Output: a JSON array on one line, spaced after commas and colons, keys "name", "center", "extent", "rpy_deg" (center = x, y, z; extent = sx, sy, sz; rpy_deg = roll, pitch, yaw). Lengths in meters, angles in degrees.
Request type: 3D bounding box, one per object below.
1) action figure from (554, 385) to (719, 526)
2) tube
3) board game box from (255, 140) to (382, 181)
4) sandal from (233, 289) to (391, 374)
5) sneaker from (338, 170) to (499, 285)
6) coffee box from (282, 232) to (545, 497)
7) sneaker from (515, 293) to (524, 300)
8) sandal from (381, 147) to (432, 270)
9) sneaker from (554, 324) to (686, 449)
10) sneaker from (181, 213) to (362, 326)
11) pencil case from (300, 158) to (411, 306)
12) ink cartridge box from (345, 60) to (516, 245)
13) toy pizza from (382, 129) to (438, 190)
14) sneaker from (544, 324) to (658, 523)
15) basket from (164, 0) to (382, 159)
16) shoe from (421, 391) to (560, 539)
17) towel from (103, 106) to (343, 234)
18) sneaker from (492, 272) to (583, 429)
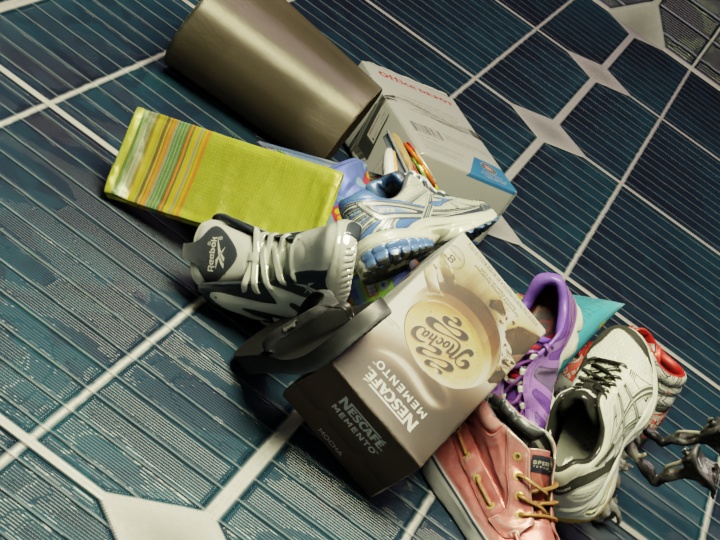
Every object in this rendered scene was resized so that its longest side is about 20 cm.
[{"name": "action figure", "center": [0.229, 0.170, 1.705], "extent": [0.199, 0.102, 0.119], "rpy_deg": [4, 40, 20]}, {"name": "tube", "center": [0.188, 0.060, 1.800], "extent": [0.077, 0.051, 0.200], "rpy_deg": [15, 26, 20]}, {"name": "board game box", "center": [0.003, -0.040, 1.868], "extent": [0.200, 0.062, 0.200], "rpy_deg": [46, 25, 26]}, {"name": "sandal", "center": [-0.049, 0.047, 1.474], "extent": [0.076, 0.200, 0.043], "rpy_deg": [-39, 103, -31]}, {"name": "sneaker", "center": [0.051, -0.052, 1.637], "extent": [0.200, 0.077, 0.085], "rpy_deg": [-14, 73, -58]}, {"name": "coffee box", "center": [0.046, 0.075, 1.525], "extent": [0.113, 0.080, 0.200], "rpy_deg": [49, 49, -3]}, {"name": "sneaker", "center": [0.108, 0.061, 1.781], "extent": [0.077, 0.084, 0.200], "rpy_deg": [25, 21, 12]}, {"name": "sandal", "center": [0.062, -0.019, 1.756], "extent": [0.079, 0.059, 0.207], "rpy_deg": [86, -8, -66]}, {"name": "sneaker", "center": [0.224, 0.086, 1.859], "extent": [0.201, 0.108, 0.067], "rpy_deg": [31, 22, -8]}, {"name": "sneaker", "center": [-0.081, -0.006, 1.561], "extent": [0.129, 0.080, 0.199], "rpy_deg": [16, -13, -13]}, {"name": "pencil case", "center": [0.000, 0.000, 1.671], "extent": [0.078, 0.087, 0.200], "rpy_deg": [118, -51, -73]}, {"name": "ink cartridge box", "center": [0.067, -0.135, 2.127], "extent": [0.144, 0.084, 0.200], "rpy_deg": [20, 27, -34]}, {"name": "toy pizza", "center": [0.077, -0.056, 1.910], "extent": [0.200, 0.032, 0.201], "rpy_deg": [-26, 90, -88]}, {"name": "sneaker", "center": [0.207, 0.119, 1.629], "extent": [0.075, 0.088, 0.200], "rpy_deg": [6, 54, 23]}, {"name": "basket", "center": [-0.088, -0.213, 2.009], "extent": [0.200, 0.136, 0.180], "rpy_deg": [39, 16, 1]}, {"name": "shoe", "center": [0.132, 0.190, 1.528], "extent": [0.071, 0.091, 0.200], "rpy_deg": [11, 31, -45]}, {"name": "towel", "center": [-0.121, -0.076, 1.652], "extent": [0.200, 0.086, 0.018], "rpy_deg": [18, -5, 10]}, {"name": "sneaker", "center": [0.138, 0.091, 1.651], "extent": [0.080, 0.200, 0.083], "rpy_deg": [9, -24, 16]}]
